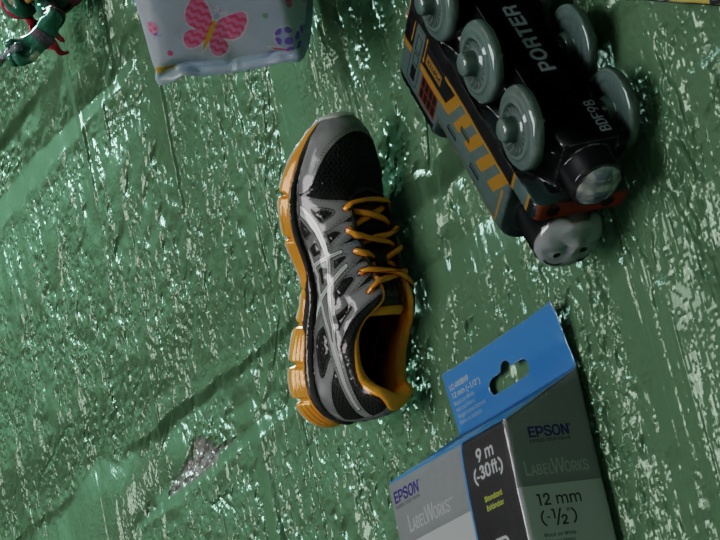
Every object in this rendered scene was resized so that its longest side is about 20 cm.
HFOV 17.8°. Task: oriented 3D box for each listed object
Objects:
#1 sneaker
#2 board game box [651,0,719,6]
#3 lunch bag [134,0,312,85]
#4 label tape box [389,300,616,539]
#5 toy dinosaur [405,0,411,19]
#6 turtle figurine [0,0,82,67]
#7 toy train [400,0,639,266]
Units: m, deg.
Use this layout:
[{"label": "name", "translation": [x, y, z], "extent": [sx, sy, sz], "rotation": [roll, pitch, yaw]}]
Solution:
[{"label": "sneaker", "translation": [0.000, 0.000, 1.450], "extent": [0.077, 0.078, 0.202], "rotation": [2, 98, 48]}, {"label": "board game box", "translation": [0.200, -0.193, 1.097], "extent": [0.200, 0.034, 0.137], "rotation": [17, 108, 60]}, {"label": "lunch bag", "translation": [-0.091, -0.242, 1.482], "extent": [0.200, 0.126, 0.171], "rotation": [-90, -11, -62]}, {"label": "label tape box", "translation": [0.078, 0.136, 1.318], "extent": [0.143, 0.066, 0.201], "rotation": [-37, 62, 56]}, {"label": "toy dinosaur", "translation": [0.016, -0.248, 1.424], "extent": [0.101, 0.058, 0.202], "rotation": [-13, 88, 46]}, {"label": "turtle figurine", "translation": [-0.259, -0.249, 1.861], "extent": [0.200, 0.100, 0.150], "rotation": [-36, 75, 39]}, {"label": "toy train", "translation": [0.086, -0.095, 1.275], "extent": [0.114, 0.085, 0.201], "rotation": [101, 148, -47]}]
